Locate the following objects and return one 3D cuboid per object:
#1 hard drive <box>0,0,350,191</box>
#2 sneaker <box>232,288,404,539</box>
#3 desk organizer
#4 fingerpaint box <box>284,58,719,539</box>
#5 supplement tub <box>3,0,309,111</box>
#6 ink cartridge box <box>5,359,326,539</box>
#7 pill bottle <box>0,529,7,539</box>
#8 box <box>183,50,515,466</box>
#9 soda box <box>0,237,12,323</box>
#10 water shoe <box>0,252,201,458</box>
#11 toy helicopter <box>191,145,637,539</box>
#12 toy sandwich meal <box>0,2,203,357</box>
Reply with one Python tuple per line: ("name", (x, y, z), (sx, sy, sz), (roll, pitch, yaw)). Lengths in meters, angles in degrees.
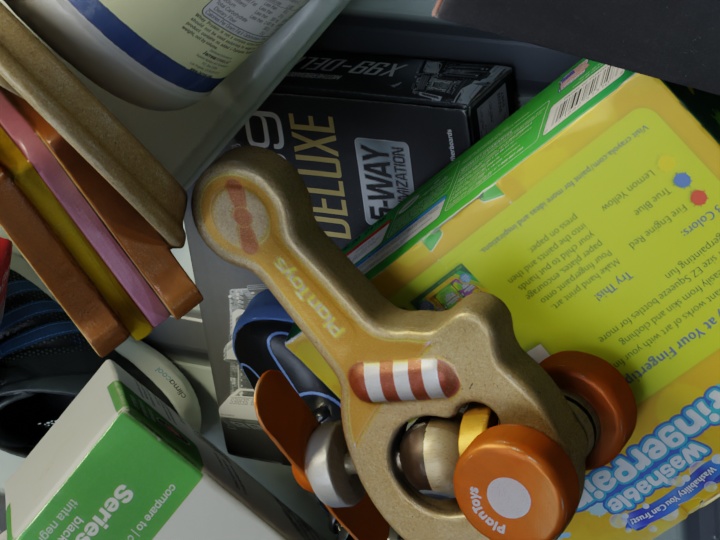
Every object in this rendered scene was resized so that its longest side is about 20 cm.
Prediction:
("hard drive", (-0.080, -0.128, 0.986), (0.132, 0.026, 0.200), (43, 105, 4))
("sneaker", (0.011, 0.094, 1.014), (0.200, 0.078, 0.070), (43, 131, 2))
("desk organizer", (0.134, -0.116, 0.836), (0.199, 0.077, 0.072), (14, 144, -8))
("fingerpaint box", (0.100, 0.017, 0.940), (0.167, 0.073, 0.200), (44, 120, -13))
("supplement tub", (-0.049, -0.174, 0.882), (0.200, 0.145, 0.145), (-41, 92, 16))
("ink cartridge box", (-0.062, 0.142, 1.058), (0.200, 0.147, 0.083), (40, 88, -10))
("pill bottle", (-0.141, 0.239, 1.240), (0.200, 0.113, 0.113), (37, 130, 8))
("box", (0.000, 0.000, 1.049), (0.157, 0.050, 0.201), (8, 121, 28))
("soda box", (-0.273, -0.002, 1.111), (0.199, 0.064, 0.070), (17, 143, -2))
("water shoe", (-0.176, 0.046, 1.170), (0.199, 0.079, 0.072), (25, 127, 18))
("toy helicopter", (0.002, 0.039, 0.904), (0.200, 0.079, 0.132), (49, 128, -2))
("toy sandwich meal", (-0.144, -0.057, 0.905), (0.205, 0.205, 0.070), (45, 87, 2))
